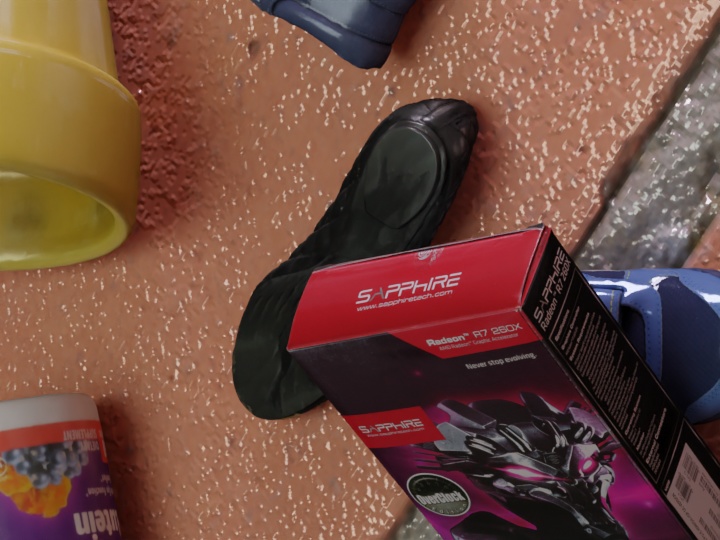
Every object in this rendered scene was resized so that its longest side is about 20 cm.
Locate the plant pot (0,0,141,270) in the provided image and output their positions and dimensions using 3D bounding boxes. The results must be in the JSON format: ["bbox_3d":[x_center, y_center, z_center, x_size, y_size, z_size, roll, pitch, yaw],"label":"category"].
[{"bbox_3d":[-0.206,-0.116,1.458,0.200,0.200,0.190,-10,71,37],"label":"plant pot"}]

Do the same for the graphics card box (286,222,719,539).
[{"bbox_3d":[0.073,0.072,1.254,0.125,0.200,0.051,-11,42,35],"label":"graphics card box"}]

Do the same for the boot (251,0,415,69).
[{"bbox_3d":[-0.048,-0.179,1.399,0.200,0.073,0.091,36,106,30],"label":"boot"}]

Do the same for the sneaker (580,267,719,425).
[{"bbox_3d":[0.088,0.033,1.298,0.199,0.082,0.074,1,90,36],"label":"sneaker"}]

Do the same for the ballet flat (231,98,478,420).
[{"bbox_3d":[0.000,0.000,1.393,0.066,0.057,0.200,45,123,14],"label":"ballet flat"}]

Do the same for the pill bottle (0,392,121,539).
[{"bbox_3d":[-0.171,0.170,1.479,0.111,0.111,0.201,-16,82,36],"label":"pill bottle"}]
